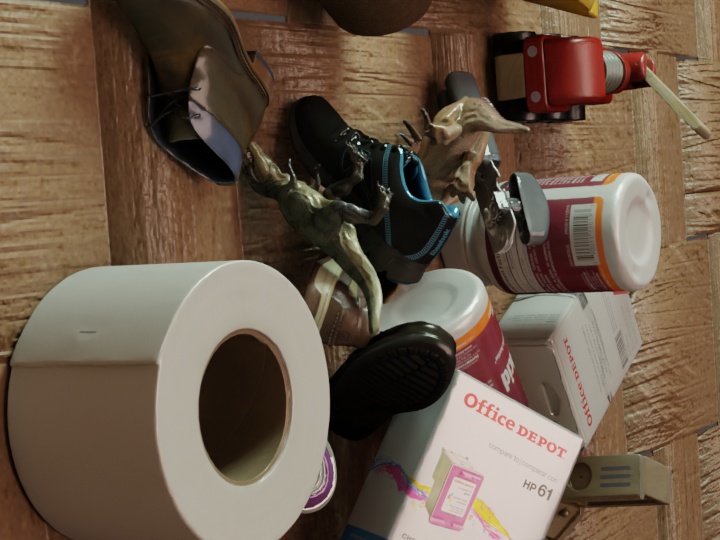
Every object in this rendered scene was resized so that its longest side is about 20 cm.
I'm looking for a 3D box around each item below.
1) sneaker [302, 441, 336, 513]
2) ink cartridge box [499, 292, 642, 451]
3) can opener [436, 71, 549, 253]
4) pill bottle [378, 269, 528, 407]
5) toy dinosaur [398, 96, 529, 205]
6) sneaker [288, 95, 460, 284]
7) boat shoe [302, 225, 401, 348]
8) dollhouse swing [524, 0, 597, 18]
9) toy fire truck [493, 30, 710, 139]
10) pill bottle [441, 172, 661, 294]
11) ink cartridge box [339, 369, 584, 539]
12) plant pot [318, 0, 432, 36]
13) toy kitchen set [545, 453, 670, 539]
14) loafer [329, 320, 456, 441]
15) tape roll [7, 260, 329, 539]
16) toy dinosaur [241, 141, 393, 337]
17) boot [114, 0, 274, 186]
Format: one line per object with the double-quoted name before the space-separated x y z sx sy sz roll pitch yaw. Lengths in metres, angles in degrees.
"sneaker" -0.084 0.103 1.270 0.074 0.100 0.202 -13 79 -22
"ink cartridge box" 0.225 0.081 1.723 0.200 0.084 0.147 -52 130 -47
"can opener" 0.130 -0.104 1.532 0.066 0.054 0.202 -1 56 -19
"pill bottle" 0.092 0.111 1.473 0.114 0.113 0.202 -54 131 -44
"toy dinosaur" 0.083 -0.115 1.461 0.086 0.200 0.136 44 43 -7
"sneaker" 0.013 -0.084 1.328 0.073 0.082 0.201 4 43 -54
"boat shoe" -0.002 0.005 1.342 0.203 0.074 0.075 -71 179 -55
"dollhouse swing" 0.164 -0.383 1.595 0.199 0.181 0.178 22 90 -54
"toy fire truck" 0.262 -0.197 1.691 0.175 0.198 0.130 -8 94 -57
"pill bottle" 0.186 -0.034 1.564 0.114 0.198 0.116 4 85 -56
"ink cartridge box" 0.082 0.199 1.347 0.144 0.084 0.202 28 77 -22
"plant pot" 0.000 -0.307 1.341 0.201 0.185 0.188 74 33 -45
"toy kitchen set" 0.194 0.284 1.573 0.163 0.179 0.203 26 62 -52
"loafer" 0.020 0.079 1.324 0.073 0.200 0.072 33 58 -15
"tape roll" -0.132 0.096 1.121 0.202 0.138 0.205 6 83 -56
"toy dinosaur" -0.018 -0.048 1.270 0.200 0.088 0.047 49 15 25
"boot" -0.131 -0.147 1.197 0.200 0.074 0.098 41 52 -51
